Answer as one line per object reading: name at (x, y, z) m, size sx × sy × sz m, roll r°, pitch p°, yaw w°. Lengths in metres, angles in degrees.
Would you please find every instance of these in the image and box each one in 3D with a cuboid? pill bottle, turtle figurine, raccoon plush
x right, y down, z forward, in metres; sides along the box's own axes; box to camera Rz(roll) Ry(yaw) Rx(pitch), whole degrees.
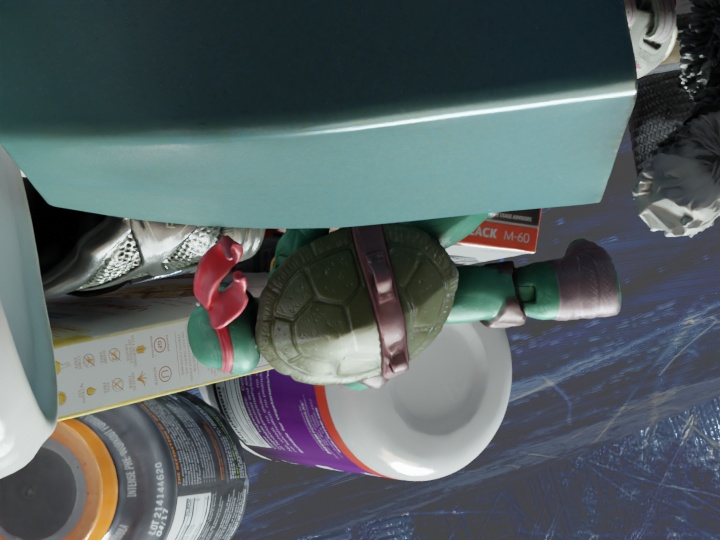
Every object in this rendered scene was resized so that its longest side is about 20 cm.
pill bottle at (-0.131, 0.110, 0.961) m, size 0.105 × 0.107 × 0.200 m, roll -20°, pitch 171°, yaw 9°
turtle figurine at (0.000, 0.000, 0.749) m, size 0.198 × 0.101 × 0.151 m, roll -14°, pitch 131°, yaw -8°
pill bottle at (-0.013, 0.053, 1.042) m, size 0.112 × 0.114 × 0.199 m, roll -10°, pitch -175°, yaw -31°
raccoon plush at (0.151, -0.073, 0.811) m, size 0.200 × 0.097 × 0.134 m, roll -36°, pitch 168°, yaw -25°

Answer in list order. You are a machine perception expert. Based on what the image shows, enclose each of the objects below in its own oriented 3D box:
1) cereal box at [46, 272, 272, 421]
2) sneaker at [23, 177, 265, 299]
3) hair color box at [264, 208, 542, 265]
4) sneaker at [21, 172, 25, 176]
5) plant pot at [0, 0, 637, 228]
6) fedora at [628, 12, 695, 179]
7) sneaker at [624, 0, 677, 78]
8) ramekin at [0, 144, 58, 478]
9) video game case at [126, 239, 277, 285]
cereal box at (-0.111, 0.032, 0.903) m, size 0.199 × 0.040 × 0.143 m, roll -12°, pitch -171°, yaw -42°
sneaker at (-0.137, -0.025, 0.850) m, size 0.113 × 0.077 × 0.199 m, roll -3°, pitch -179°, yaw -33°
hair color box at (0.016, -0.040, 0.896) m, size 0.110 × 0.065 × 0.200 m, roll 8°, pitch 177°, yaw -5°
sneaker at (-0.173, -0.065, 0.714) m, size 0.199 × 0.076 × 0.089 m, roll -20°, pitch 158°, yaw -23°
plant pot at (-0.023, -0.091, 0.639) m, size 0.198 × 0.143 × 0.141 m, roll -9°, pitch 168°, yaw 1°
fedora at (0.208, -0.080, 0.978) m, size 0.199 × 0.092 × 0.201 m, roll -2°, pitch 177°, yaw 0°
sneaker at (0.092, -0.119, 0.818) m, size 0.088 × 0.082 × 0.200 m, roll -20°, pitch 176°, yaw 5°
ramekin at (-0.157, -0.017, 0.587) m, size 0.093 × 0.204 × 0.202 m, roll -13°, pitch 168°, yaw -4°
video game case at (-0.053, -0.012, 1.137) m, size 0.180 × 0.046 × 0.200 m, roll -18°, pitch 168°, yaw -8°
